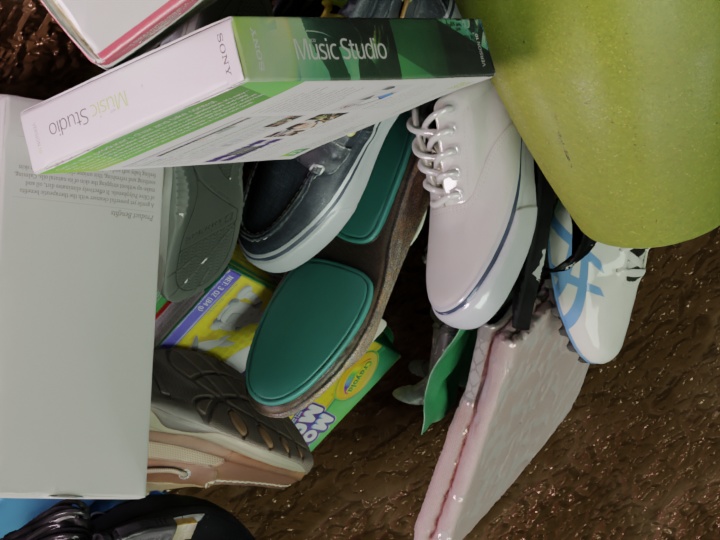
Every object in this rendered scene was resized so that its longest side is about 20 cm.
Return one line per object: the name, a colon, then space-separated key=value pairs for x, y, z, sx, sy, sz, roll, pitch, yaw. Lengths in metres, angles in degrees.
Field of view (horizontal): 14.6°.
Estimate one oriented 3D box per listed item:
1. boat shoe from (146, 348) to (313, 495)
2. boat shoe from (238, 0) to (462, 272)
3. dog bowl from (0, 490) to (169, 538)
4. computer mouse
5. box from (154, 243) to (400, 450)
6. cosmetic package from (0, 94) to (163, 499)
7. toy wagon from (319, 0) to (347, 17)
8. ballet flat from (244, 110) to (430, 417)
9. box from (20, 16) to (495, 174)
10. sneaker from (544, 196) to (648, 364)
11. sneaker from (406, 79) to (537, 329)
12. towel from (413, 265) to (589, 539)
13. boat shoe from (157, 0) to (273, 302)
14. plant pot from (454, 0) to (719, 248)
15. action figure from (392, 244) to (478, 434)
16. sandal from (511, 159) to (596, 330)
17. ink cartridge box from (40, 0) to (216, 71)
boat shoe: x=-0.115 y=0.088 z=1.588 sx=0.200 sy=0.076 sz=0.072 roll=22 pitch=118 yaw=-37
boat shoe: x=-0.028 y=-0.095 z=1.543 sx=0.091 sy=0.071 sz=0.201 roll=20 pitch=108 yaw=-46
dog bowl: x=-0.180 y=0.146 z=1.677 sx=0.111 sy=0.050 sz=0.200 roll=-43 pitch=141 yaw=6
computer mouse: x=-0.123 y=0.146 z=1.606 sx=0.199 sy=0.046 sz=0.140 roll=4 pitch=164 yaw=-37
box: x=-0.064 y=0.057 z=1.682 sx=0.117 sy=0.048 sz=0.200 roll=-47 pitch=143 yaw=13
cosmetic package: x=-0.168 y=0.016 z=1.442 sx=0.107 sy=0.085 sz=0.201 roll=8 pitch=86 yaw=-42
toy wagon: x=0.025 y=-0.208 z=1.397 sx=0.200 sy=0.039 sz=0.155 roll=-58 pitch=-176 yaw=3
ballet flat: x=0.000 y=0.000 z=1.615 sx=0.201 sy=0.068 sz=0.067 roll=-63 pitch=151 yaw=-6
box: x=-0.048 y=-0.087 z=1.379 sx=0.144 sy=0.036 sz=0.200 roll=-20 pitch=173 yaw=36
sneaker: x=0.156 y=-0.042 z=1.666 sx=0.072 sy=0.072 sz=0.201 roll=0 pitch=98 yaw=-58
sneaker: x=0.056 y=-0.067 z=1.571 sx=0.071 sy=0.201 sz=0.073 roll=24 pitch=153 yaw=-34
towel: x=0.103 y=0.068 z=1.764 sx=0.200 sy=0.032 sz=0.192 roll=-42 pitch=154 yaw=-50
boat shoe: x=-0.095 y=-0.077 z=1.509 sx=0.074 sy=0.065 sz=0.203 roll=-29 pitch=143 yaw=-38
plant pot: x=0.143 y=-0.120 z=1.504 sx=0.187 sy=0.187 sz=0.201 roll=-23 pitch=120 yaw=-18
action figure: x=0.067 y=-0.014 z=1.681 sx=0.118 sy=0.054 sz=0.201 roll=-60 pitch=168 yaw=-66
sandal: x=0.123 y=-0.063 z=1.608 sx=0.075 sy=0.048 sz=0.201 roll=96 pitch=7 yaw=-87
ink cartridge box: x=-0.087 y=-0.167 z=1.322 sx=0.146 sy=0.083 sz=0.200 roll=-37 pitch=-175 yaw=-1
